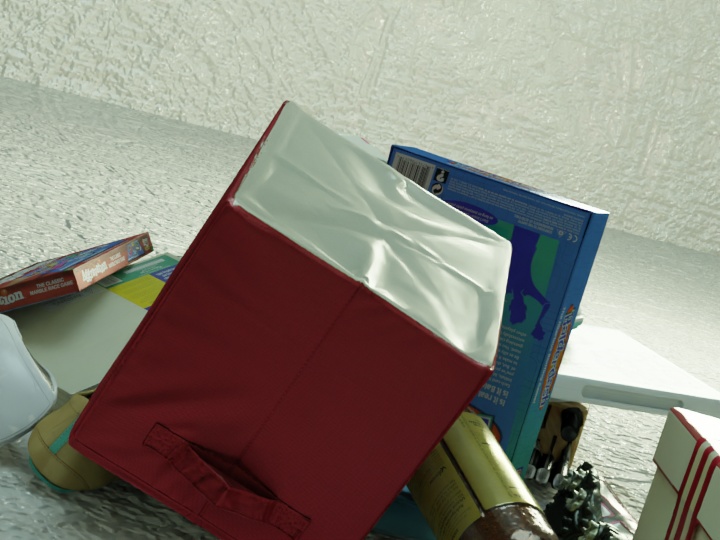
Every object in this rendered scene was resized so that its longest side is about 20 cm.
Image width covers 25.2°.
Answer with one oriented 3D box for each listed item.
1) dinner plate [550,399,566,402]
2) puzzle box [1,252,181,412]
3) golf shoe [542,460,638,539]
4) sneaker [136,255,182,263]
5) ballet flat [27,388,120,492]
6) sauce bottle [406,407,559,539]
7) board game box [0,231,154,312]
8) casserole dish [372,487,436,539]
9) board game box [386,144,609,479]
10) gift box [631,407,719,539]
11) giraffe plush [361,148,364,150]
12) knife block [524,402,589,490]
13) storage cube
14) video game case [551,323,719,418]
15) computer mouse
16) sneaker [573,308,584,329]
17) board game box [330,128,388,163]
[{"bbox_3d":[0.121,0.075,1.321,0.200,0.024,0.200,13,9,-2],"label":"dinner plate"},{"bbox_3d":[-0.172,0.044,1.172,0.133,0.025,0.200,24,32,38],"label":"puzzle box"},{"bbox_3d":[0.156,0.189,1.026,0.088,0.077,0.200,36,10,-8],"label":"golf shoe"},{"bbox_3d":[-0.125,0.034,1.343,0.199,0.080,0.130,9,16,14],"label":"sneaker"},{"bbox_3d":[-0.137,0.093,1.016,0.069,0.063,0.200,40,15,8],"label":"ballet flat"},{"bbox_3d":[0.079,0.158,0.943,0.066,0.066,0.200,12,29,-28],"label":"sauce bottle"},{"bbox_3d":[-0.230,0.004,1.211,0.103,0.019,0.200,-16,6,10],"label":"board game box"},{"bbox_3d":[0.026,0.143,1.109,0.121,0.039,0.200,15,10,-10],"label":"casserole dish"},{"bbox_3d":[0.066,0.032,1.096,0.152,0.200,0.045,21,9,22],"label":"board game box"},{"bbox_3d":[0.244,0.176,0.837,0.200,0.187,0.185,14,10,-10],"label":"gift box"},{"bbox_3d":[0.000,0.000,1.208,0.200,0.173,0.162,-27,-40,36],"label":"giraffe plush"},{"bbox_3d":[0.159,0.132,1.327,0.200,0.064,0.176,10,12,-37],"label":"knife block"},{"bbox_3d":[-0.033,0.041,0.929,0.171,0.180,0.200,33,24,-6],"label":"storage cube"},{"bbox_3d":[0.171,0.070,1.284,0.182,0.024,0.200,10,11,-21],"label":"video game case"},{"bbox_3d":[-0.252,0.047,1.026,0.110,0.044,0.200,-33,35,-18],"label":"computer mouse"},{"bbox_3d":[0.098,-0.017,1.333,0.200,0.091,0.078,16,9,17],"label":"sneaker"},{"bbox_3d":[-0.040,-0.022,1.448,0.064,0.200,0.148,15,10,-12],"label":"board game box"}]
